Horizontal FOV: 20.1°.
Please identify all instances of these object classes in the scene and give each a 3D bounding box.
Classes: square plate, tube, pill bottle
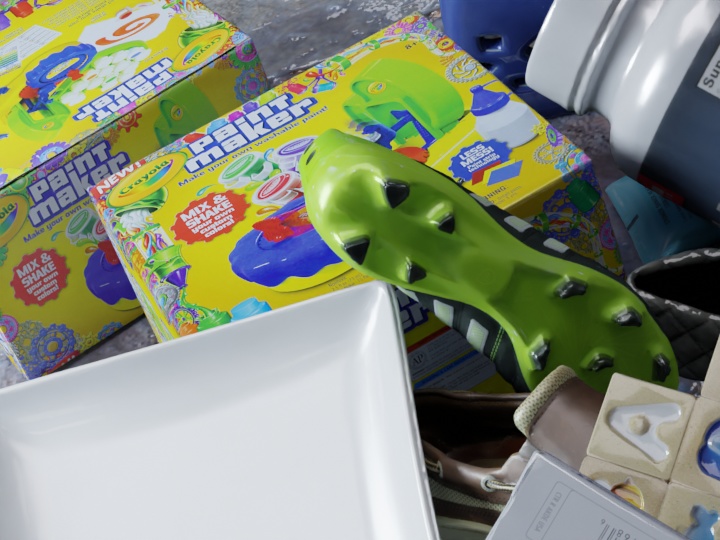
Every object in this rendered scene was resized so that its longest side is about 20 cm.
[{"bbox_3d":[-0.063,0.116,0.825,0.198,0.028,0.200,-16,57,8],"label":"square plate"},{"bbox_3d":[0.226,-0.065,1.044,0.199,0.051,0.078,-25,32,4],"label":"tube"},{"bbox_3d":[0.184,-0.079,0.950,0.199,0.120,0.120,30,54,11],"label":"pill bottle"}]

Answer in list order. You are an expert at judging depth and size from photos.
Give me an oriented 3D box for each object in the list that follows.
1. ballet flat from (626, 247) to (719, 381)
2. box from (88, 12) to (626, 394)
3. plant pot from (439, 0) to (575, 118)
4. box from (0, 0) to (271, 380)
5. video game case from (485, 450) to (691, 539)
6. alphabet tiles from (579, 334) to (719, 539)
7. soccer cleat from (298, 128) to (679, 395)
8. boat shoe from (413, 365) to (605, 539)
[{"bbox_3d":[0.207,0.010,0.864,0.199,0.057,0.067,-13,53,29],"label":"ballet flat"},{"bbox_3d":[0.000,0.000,1.002,0.199,0.123,0.193,-29,36,-9],"label":"box"},{"bbox_3d":[0.124,-0.218,1.114,0.198,0.180,0.202,-11,68,13],"label":"plant pot"},{"bbox_3d":[-0.168,-0.070,1.190,0.199,0.123,0.192,-32,37,-14],"label":"box"},{"bbox_3d":[0.096,0.188,0.654,0.199,0.045,0.182,30,79,16],"label":"video game case"},{"bbox_3d":[0.164,0.110,0.704,0.198,0.006,0.168,16,79,22],"label":"alphabet tiles"},{"bbox_3d":[0.057,0.002,0.861,0.068,0.199,0.081,-50,26,11],"label":"soccer cleat"},{"bbox_3d":[0.085,0.078,0.802,0.201,0.075,0.075,-4,29,44],"label":"boat shoe"}]
